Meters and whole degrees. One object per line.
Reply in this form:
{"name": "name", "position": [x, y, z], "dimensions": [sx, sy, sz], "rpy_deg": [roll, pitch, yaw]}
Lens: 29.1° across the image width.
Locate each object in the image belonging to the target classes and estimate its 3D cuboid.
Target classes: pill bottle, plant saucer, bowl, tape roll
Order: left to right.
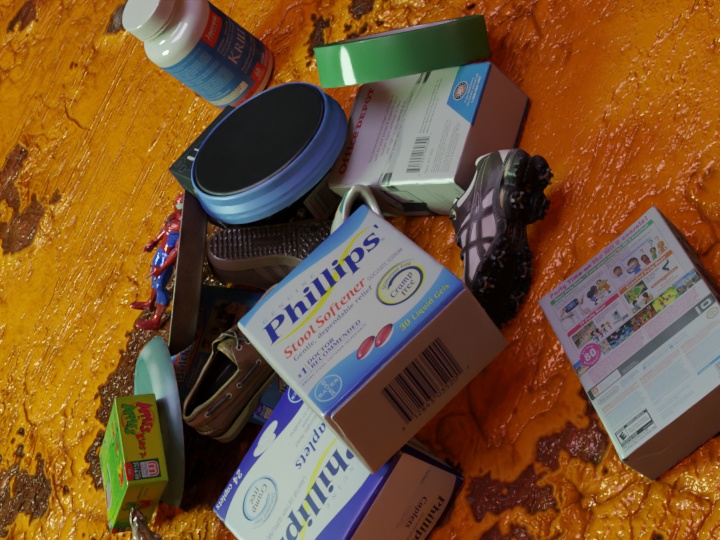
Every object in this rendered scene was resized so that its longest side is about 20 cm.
{"name": "plant saucer", "position": [-0.240, 0.179, 1.635], "dimensions": [0.200, 0.027, 0.203], "rpy_deg": [176, 90, -72]}
{"name": "plant saucer", "position": [-0.205, 0.006, 1.655], "dimensions": [0.200, 0.034, 0.203], "rpy_deg": [-173, 90, -82]}
{"name": "pill bottle", "position": [-0.222, -0.308, 1.881], "dimensions": [0.112, 0.199, 0.113], "rpy_deg": [-24, 51, 33]}
{"name": "bowl", "position": [-0.110, -0.141, 1.608], "dimensions": [0.199, 0.039, 0.202], "rpy_deg": [-22, 39, 19]}
{"name": "tape roll", "position": [0.048, -0.251, 1.582], "dimensions": [0.199, 0.199, 0.049], "rpy_deg": [0, 105, 46]}

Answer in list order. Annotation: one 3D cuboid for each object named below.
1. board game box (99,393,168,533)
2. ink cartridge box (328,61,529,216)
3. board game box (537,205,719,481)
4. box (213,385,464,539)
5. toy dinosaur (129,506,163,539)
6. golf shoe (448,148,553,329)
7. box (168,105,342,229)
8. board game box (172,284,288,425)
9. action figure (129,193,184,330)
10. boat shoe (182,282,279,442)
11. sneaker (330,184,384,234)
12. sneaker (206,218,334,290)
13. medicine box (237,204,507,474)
{"name": "board game box", "position": [-0.264, 0.226, 1.601], "dimensions": [0.200, 0.047, 0.103], "rpy_deg": [120, 140, -61]}
{"name": "ink cartridge box", "position": [0.075, -0.144, 1.561], "dimensions": [0.199, 0.086, 0.148], "rpy_deg": [0, 66, 47]}
{"name": "board game box", "position": [0.265, 0.063, 1.253], "dimensions": [0.147, 0.064, 0.201], "rpy_deg": [-40, 44, 19]}
{"name": "box", "position": [-0.027, 0.229, 1.415], "dimensions": [0.200, 0.105, 0.185], "rpy_deg": [33, 91, 50]}
{"name": "toy dinosaur", "position": [-0.245, 0.383, 1.567], "dimensions": [0.202, 0.085, 0.136], "rpy_deg": [-67, 27, 15]}
{"name": "golf shoe", "position": [0.131, -0.028, 1.430], "dimensions": [0.094, 0.077, 0.202], "rpy_deg": [14, 83, 49]}
{"name": "box", "position": [-0.125, -0.111, 1.712], "dimensions": [0.122, 0.106, 0.199], "rpy_deg": [-48, 38, -14]}
{"name": "board game box", "position": [-0.150, 0.099, 1.669], "dimensions": [0.199, 0.045, 0.154], "rpy_deg": [6, 71, 46]}
{"name": "action figure", "position": [-0.254, -0.016, 1.791], "dimensions": [0.201, 0.051, 0.066], "rpy_deg": [-63, 29, 29]}
{"name": "boat shoe", "position": [-0.130, 0.097, 1.564], "dimensions": [0.072, 0.068, 0.201], "rpy_deg": [21, 82, 47]}
{"name": "sneaker", "position": [0.000, 0.000, 1.517], "dimensions": [0.069, 0.094, 0.202], "rpy_deg": [-1, 63, -5]}
{"name": "sneaker", "position": [-0.079, -0.013, 1.619], "dimensions": [0.197, 0.076, 0.071], "rpy_deg": [3, 58, 3]}
{"name": "medicine box", "position": [0.008, 0.062, 1.355], "dimensions": [0.182, 0.103, 0.200], "rpy_deg": [-43, 40, -6]}
